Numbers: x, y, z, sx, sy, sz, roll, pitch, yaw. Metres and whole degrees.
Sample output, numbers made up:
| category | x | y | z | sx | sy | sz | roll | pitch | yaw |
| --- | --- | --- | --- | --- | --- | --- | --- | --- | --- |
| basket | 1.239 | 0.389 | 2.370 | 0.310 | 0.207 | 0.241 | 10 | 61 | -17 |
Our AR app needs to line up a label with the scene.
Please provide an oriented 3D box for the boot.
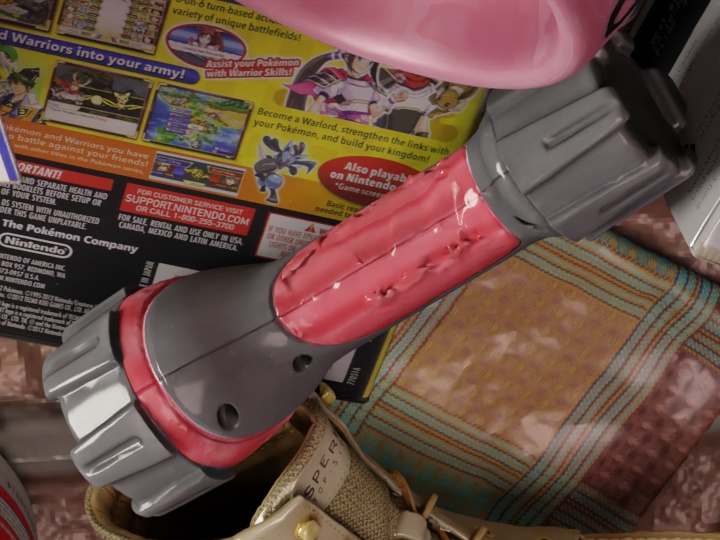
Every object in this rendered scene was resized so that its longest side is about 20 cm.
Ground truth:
| category | x | y | z | sx | sy | sz | roll | pitch | yaw |
| --- | --- | --- | --- | --- | --- | --- | --- | --- | --- |
| boot | 0.025 | 0.094 | 0.818 | 0.199 | 0.073 | 0.156 | -10 | 138 | 23 |

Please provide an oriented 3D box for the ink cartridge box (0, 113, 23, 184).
| category | x | y | z | sx | sy | sz | roll | pitch | yaw |
| --- | --- | --- | --- | --- | --- | --- | --- | --- | --- |
| ink cartridge box | -0.172 | -0.072 | 0.693 | 0.199 | 0.037 | 0.095 | 3 | 119 | 37 |

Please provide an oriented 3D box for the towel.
| category | x | y | z | sx | sy | sz | roll | pitch | yaw |
| --- | --- | --- | --- | --- | --- | --- | --- | --- | --- |
| towel | 0.026 | 0.033 | 0.851 | 0.199 | 0.022 | 0.147 | 26 | 114 | -19 |

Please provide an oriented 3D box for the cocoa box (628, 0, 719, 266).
| category | x | y | z | sx | sy | sz | roll | pitch | yaw |
| --- | --- | --- | --- | --- | --- | --- | --- | --- | --- |
| cocoa box | 0.185 | -0.091 | 0.736 | 0.131 | 0.134 | 0.201 | 21 | 114 | -17 |

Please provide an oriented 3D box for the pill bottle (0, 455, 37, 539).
| category | x | y | z | sx | sy | sz | roll | pitch | yaw |
| --- | --- | --- | --- | --- | --- | --- | --- | --- | --- |
| pill bottle | -0.157 | 0.139 | 0.784 | 0.111 | 0.200 | 0.113 | -3 | 119 | -6 |

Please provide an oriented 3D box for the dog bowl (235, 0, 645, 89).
| category | x | y | z | sx | sy | sz | roll | pitch | yaw |
| --- | --- | --- | --- | --- | --- | --- | --- | --- | --- |
| dog bowl | -0.006 | -0.115 | 0.597 | 0.199 | 0.200 | 0.074 | 30 | 79 | -21 |

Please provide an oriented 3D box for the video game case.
| category | x | y | z | sx | sy | sz | roll | pitch | yaw |
| --- | --- | --- | --- | --- | --- | --- | --- | --- | --- |
| video game case | -0.067 | -0.047 | 0.747 | 0.199 | 0.026 | 0.181 | 11 | 130 | -13 |

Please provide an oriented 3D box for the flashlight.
| category | x | y | z | sx | sy | sz | roll | pitch | yaw |
| --- | --- | --- | --- | --- | --- | --- | --- | --- | --- |
| flashlight | 0.000 | 0.000 | 0.731 | 0.199 | 0.068 | 0.068 | -31 | 131 | 24 |
